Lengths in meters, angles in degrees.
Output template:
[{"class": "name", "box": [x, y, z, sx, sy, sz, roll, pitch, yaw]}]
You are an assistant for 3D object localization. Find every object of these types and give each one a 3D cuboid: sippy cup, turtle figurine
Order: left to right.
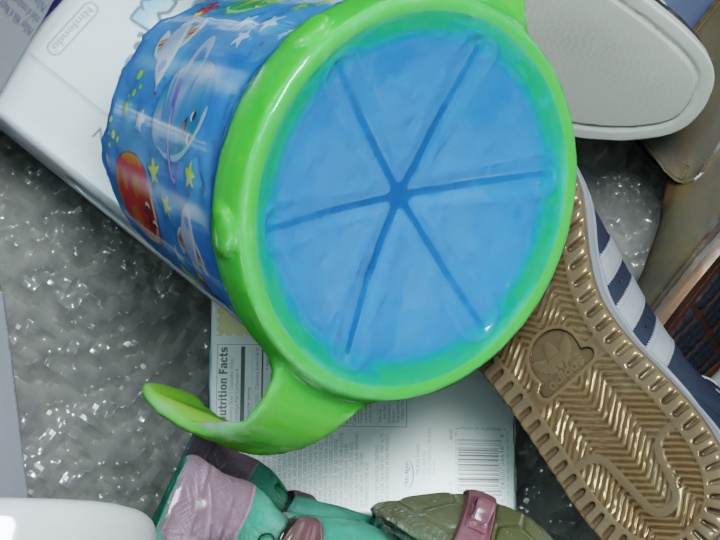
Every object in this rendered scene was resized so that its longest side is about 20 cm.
[{"class": "sippy cup", "box": [-0.018, -0.037, 0.868, 0.178, 0.130, 0.140, -37, 122, -21]}, {"class": "turtle figurine", "box": [0.021, 0.121, 0.883, 0.200, 0.150, 0.101, 27, 77, -2]}]

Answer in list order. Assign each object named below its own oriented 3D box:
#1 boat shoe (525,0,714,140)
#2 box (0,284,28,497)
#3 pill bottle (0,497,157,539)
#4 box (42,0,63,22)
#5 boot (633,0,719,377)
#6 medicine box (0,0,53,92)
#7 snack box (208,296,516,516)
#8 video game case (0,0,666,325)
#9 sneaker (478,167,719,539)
[{"class": "boat shoe", "box": [0.037, -0.109, 0.939, 0.200, 0.074, 0.060, 18, 36, -3]}, {"class": "box", "box": [-0.215, 0.088, 0.883, 0.200, 0.041, 0.156, -8, 109, -13]}, {"class": "pill bottle", "box": [-0.118, 0.174, 0.785, 0.111, 0.111, 0.201, 1, 78, -4]}, {"class": "box", "box": [-0.171, -0.176, 1.026, 0.121, 0.032, 0.200, -32, 76, -12]}, {"class": "boot", "box": [0.130, -0.038, 0.999, 0.097, 0.075, 0.200, 32, 80, 31]}, {"class": "medicine box", "box": [-0.221, -0.115, 0.932, 0.182, 0.103, 0.200, 27, 85, 18]}, {"class": "snack box", "box": [0.000, 0.000, 0.980, 0.116, 0.037, 0.200, 1, 72, -2]}, {"class": "video game case", "box": [-0.013, -0.081, 0.973, 0.182, 0.024, 0.200, 38, 75, 10]}, {"class": "sneaker", "box": [0.088, 0.028, 0.920, 0.070, 0.108, 0.200, -37, 62, 16]}]
